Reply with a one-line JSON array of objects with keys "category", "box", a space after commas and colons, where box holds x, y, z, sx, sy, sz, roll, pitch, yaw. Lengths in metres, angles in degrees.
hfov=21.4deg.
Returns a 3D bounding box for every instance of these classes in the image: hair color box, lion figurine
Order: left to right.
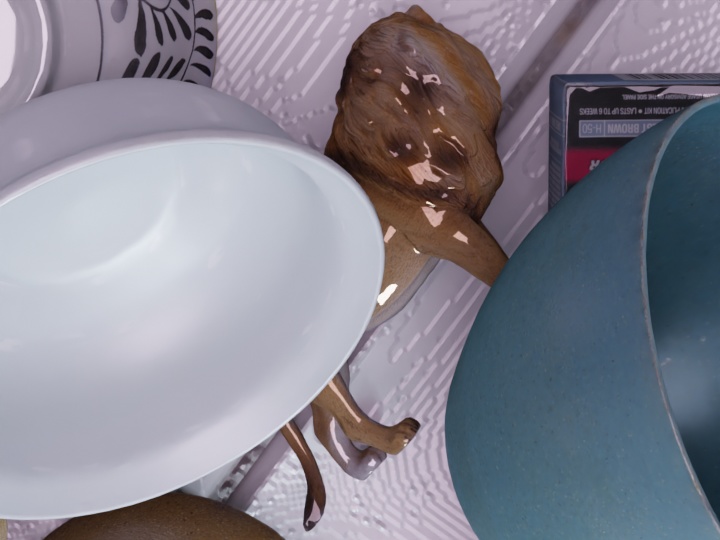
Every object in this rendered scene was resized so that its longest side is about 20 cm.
[{"category": "lion figurine", "box": [0.000, 0.000, 0.781, 0.122, 0.072, 0.200, 40, 101, 1]}, {"category": "hair color box", "box": [0.129, 0.020, 0.790, 0.098, 0.061, 0.201, -1, 100, 0]}]

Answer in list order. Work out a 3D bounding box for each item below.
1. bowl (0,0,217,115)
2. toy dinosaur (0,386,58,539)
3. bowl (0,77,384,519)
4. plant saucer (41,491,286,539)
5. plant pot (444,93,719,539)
[{"category": "bowl", "box": [-0.158, -0.094, 0.751, 0.199, 0.094, 0.202, 0, 99, -2]}, {"category": "toy dinosaur", "box": [-0.176, 0.060, 0.786, 0.100, 0.058, 0.201, -11, 106, -8]}, {"category": "bowl", "box": [-0.099, -0.003, 0.714, 0.200, 0.091, 0.202, -19, 142, -16]}, {"category": "plant saucer", "box": [-0.092, 0.191, 0.778, 0.199, 0.035, 0.202, -4, 81, 24]}, {"category": "plant pot", "box": [0.109, 0.054, 0.686, 0.134, 0.200, 0.201, -23, 101, 39]}]
